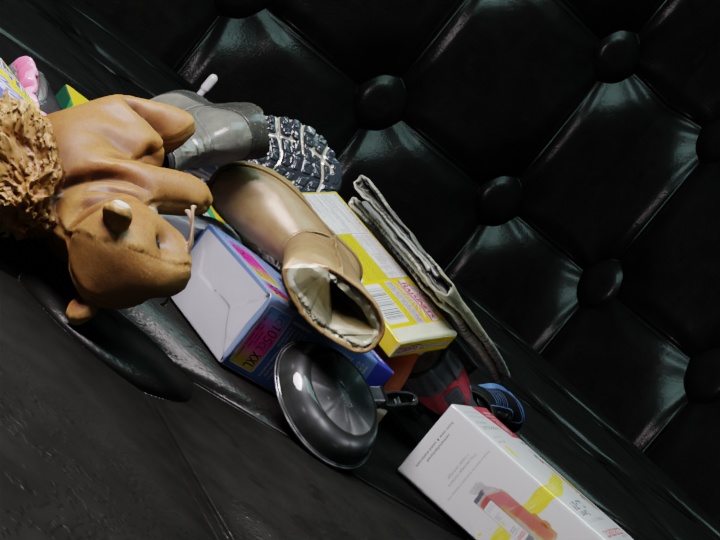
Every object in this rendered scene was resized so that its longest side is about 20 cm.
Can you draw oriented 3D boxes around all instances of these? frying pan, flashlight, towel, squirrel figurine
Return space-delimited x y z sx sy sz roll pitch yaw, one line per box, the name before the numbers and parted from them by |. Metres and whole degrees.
frying pan | 0.001 0.119 1.211 0.190 0.031 0.115 27 41 -39
flashlight | 0.104 0.151 1.498 0.200 0.068 0.068 57 39 -35
towel | 0.067 0.012 1.489 0.193 0.034 0.200 54 0 39
squirrel figurine | -0.204 -0.042 1.033 0.199 0.142 0.187 22 23 -23

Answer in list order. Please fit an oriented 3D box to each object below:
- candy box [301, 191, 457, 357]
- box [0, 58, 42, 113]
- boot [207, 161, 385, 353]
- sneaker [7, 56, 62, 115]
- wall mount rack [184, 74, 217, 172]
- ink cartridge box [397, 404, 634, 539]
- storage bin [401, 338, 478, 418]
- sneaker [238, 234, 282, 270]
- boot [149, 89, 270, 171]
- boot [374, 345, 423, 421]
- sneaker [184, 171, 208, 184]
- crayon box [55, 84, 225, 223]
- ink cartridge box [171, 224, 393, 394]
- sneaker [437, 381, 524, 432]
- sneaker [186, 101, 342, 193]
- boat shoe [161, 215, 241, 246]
candy box | 0.000 0.000 1.401 0.200 0.026 0.102 50 26 22
box | -0.314 -0.132 1.209 0.070 0.064 0.200 34 8 -40
boot | -0.055 -0.019 1.234 0.175 0.066 0.200 35 8 -10
sneaker | -0.280 -0.114 1.295 0.095 0.079 0.200 43 10 -42
wall mount rack | -0.182 -0.132 1.662 0.200 0.075 0.174 37 -35 -27
ink cartridge box | 0.149 0.219 1.347 0.200 0.083 0.145 41 6 18
storage bin | 0.030 0.056 1.606 0.135 0.094 0.200 50 -1 41
sneaker | -0.083 -0.021 1.434 0.200 0.075 0.116 42 -12 46
boot | -0.185 -0.116 1.287 0.130 0.068 0.200 -18 16 -39
boot | -0.016 0.056 1.461 0.200 0.107 0.075 41 7 35
sneaker | -0.133 -0.041 1.615 0.075 0.113 0.201 -18 92 -65
crayon box | -0.224 -0.085 1.449 0.200 0.058 0.173 39 7 -25
ink cartridge box | -0.063 0.058 1.296 0.200 0.076 0.136 37 6 -42
sneaker | 0.145 0.175 1.796 0.200 0.070 0.078 26 17 -42
sneaker | -0.115 -0.118 1.504 0.199 0.078 0.086 20 -22 -5
boat shoe | -0.169 -0.038 1.313 0.071 0.072 0.200 45 3 22
